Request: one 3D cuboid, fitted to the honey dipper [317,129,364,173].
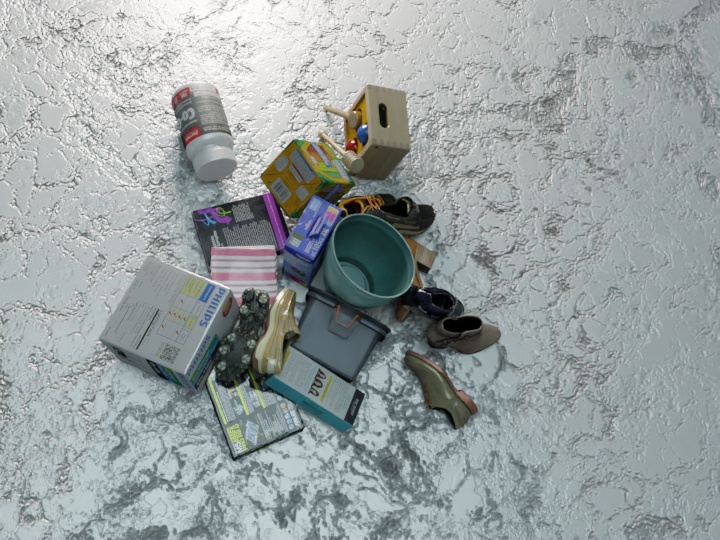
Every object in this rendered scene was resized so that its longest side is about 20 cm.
[{"bbox_3d":[-0.050,-0.285,1.748,0.038,0.038,0.200,-20,39,-18],"label":"honey dipper"}]

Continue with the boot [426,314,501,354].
[{"bbox_3d":[0.238,0.134,1.635,0.197,0.146,0.071,-9,71,-14],"label":"boot"}]

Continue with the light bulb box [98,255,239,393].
[{"bbox_3d":[-0.376,0.109,1.505,0.198,0.125,0.200,20,67,13],"label":"light bulb box"}]

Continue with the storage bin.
[{"bbox_3d":[-0.053,0.142,1.586,0.198,0.146,0.136,27,76,0],"label":"storage bin"}]

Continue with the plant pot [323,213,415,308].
[{"bbox_3d":[0.000,0.000,1.601,0.198,0.134,0.203,16,53,-23],"label":"plant pot"}]

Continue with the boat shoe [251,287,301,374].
[{"bbox_3d":[-0.154,0.125,1.524,0.075,0.072,0.202,6,56,15],"label":"boat shoe"}]

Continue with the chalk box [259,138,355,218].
[{"bbox_3d":[-0.106,-0.205,1.685,0.125,0.124,0.199,53,24,11],"label":"chalk box"}]

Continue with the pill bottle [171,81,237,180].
[{"bbox_3d":[-0.354,-0.316,1.704,0.112,0.114,0.202,-14,72,-16],"label":"pill bottle"}]

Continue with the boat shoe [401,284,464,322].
[{"bbox_3d":[0.184,0.080,1.629,0.198,0.092,0.076,14,85,-43],"label":"boat shoe"}]

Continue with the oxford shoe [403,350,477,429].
[{"bbox_3d":[0.161,0.257,1.616,0.200,0.071,0.075,43,72,7],"label":"oxford shoe"}]

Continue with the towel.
[{"bbox_3d":[-0.248,0.047,1.612,0.144,0.030,0.203,-2,82,-12],"label":"towel"}]

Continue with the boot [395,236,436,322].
[{"bbox_3d":[0.072,0.009,1.694,0.153,0.074,0.202,24,58,-1],"label":"boot"}]

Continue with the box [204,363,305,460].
[{"bbox_3d":[-0.224,0.266,1.546,0.158,0.044,0.202,-20,74,-17],"label":"box"}]

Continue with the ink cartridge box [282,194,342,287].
[{"bbox_3d":[-0.106,-0.066,1.609,0.076,0.200,0.138,26,68,4],"label":"ink cartridge box"}]

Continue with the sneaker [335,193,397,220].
[{"bbox_3d":[0.012,-0.140,1.724,0.198,0.077,0.079,-21,71,-32],"label":"sneaker"}]

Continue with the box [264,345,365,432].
[{"bbox_3d":[-0.093,0.245,1.547,0.199,0.049,0.083,35,51,-11],"label":"box"}]

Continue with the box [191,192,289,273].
[{"bbox_3d":[-0.265,-0.087,1.677,0.197,0.036,0.145,-15,74,-18],"label":"box"}]

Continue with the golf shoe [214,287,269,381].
[{"bbox_3d":[-0.235,0.137,1.539,0.076,0.088,0.202,22,75,5],"label":"golf shoe"}]

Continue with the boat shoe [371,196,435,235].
[{"bbox_3d":[0.106,-0.126,1.719,0.198,0.074,0.075,-17,54,-40],"label":"boat shoe"}]

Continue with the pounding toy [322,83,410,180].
[{"bbox_3d":[0.010,-0.338,1.765,0.140,0.184,0.203,4,68,-22],"label":"pounding toy"}]
